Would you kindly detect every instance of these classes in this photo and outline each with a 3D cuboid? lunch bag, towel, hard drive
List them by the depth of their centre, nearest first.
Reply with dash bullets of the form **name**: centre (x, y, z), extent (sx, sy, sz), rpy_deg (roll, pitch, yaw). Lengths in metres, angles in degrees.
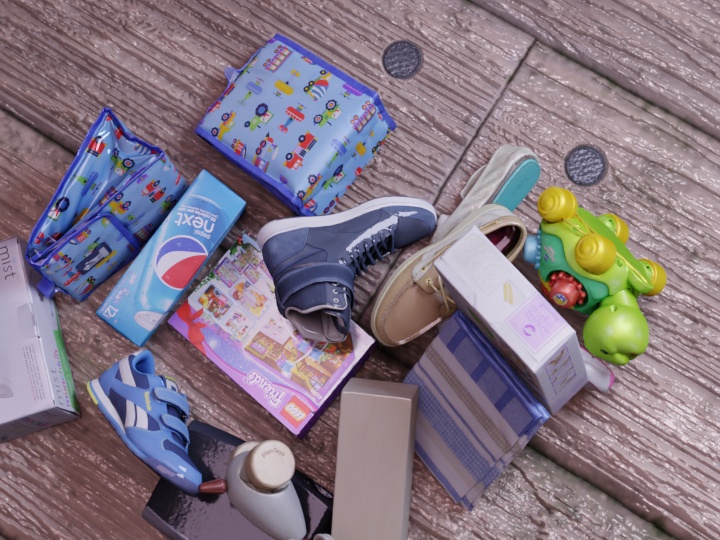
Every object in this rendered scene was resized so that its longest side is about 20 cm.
- **towel**: centre (0.107, 0.148, 1.459), extent (0.024, 0.201, 0.147), rpy_deg (-27, 69, -37)
- **hard drive**: centre (-0.130, 0.259, 1.526), extent (0.198, 0.042, 0.136), rpy_deg (27, 81, 13)
- **lunch bag**: centre (-0.294, -0.057, 1.566), extent (0.094, 0.151, 0.201), rpy_deg (37, 83, 14)
- **lunch bag**: centre (-0.087, -0.174, 1.602), extent (0.199, 0.094, 0.151), rpy_deg (37, 86, 23)

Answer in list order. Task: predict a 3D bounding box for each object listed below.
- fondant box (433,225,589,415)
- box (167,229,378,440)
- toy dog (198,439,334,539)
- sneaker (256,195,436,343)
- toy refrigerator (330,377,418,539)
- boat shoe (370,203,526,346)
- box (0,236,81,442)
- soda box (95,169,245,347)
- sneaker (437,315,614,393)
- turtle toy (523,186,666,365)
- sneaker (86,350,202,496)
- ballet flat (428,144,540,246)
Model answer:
- **fondant box**: centre (0.152, 0.053, 1.381), extent (0.058, 0.200, 0.144), rpy_deg (-42, 69, -1)
- **box**: centre (-0.098, 0.070, 1.569), extent (0.199, 0.039, 0.137), rpy_deg (40, 83, 14)
- **toy dog**: centre (-0.100, 0.267, 1.444), extent (0.095, 0.132, 0.201), rpy_deg (-19, 65, -22)
- **sneaker**: centre (-0.001, 0.001, 1.523), extent (0.200, 0.077, 0.147), rpy_deg (-13, 51, -7)
- **toy refrigerator**: centre (0.015, 0.220, 1.474), extent (0.075, 0.070, 0.203), rpy_deg (5, 99, 9)
- **boat shoe**: centre (0.094, 0.006, 1.491), extent (0.200, 0.066, 0.074), rpy_deg (-45, 110, -5)
- **box**: centre (-0.426, 0.088, 1.576), extent (0.174, 0.097, 0.202), rpy_deg (-18, 75, 3)
- **soda box**: centre (-0.211, -0.012, 1.582), extent (0.064, 0.068, 0.201), rpy_deg (36, 83, -2)
- **sneaker**: centre (0.171, 0.112, 1.510), extent (0.198, 0.081, 0.089), rpy_deg (10, 79, 18)
- **turtle toy**: centre (0.245, 0.008, 1.483), extent (0.101, 0.145, 0.201), rpy_deg (-48, 49, 20)
- **sneaker**: centre (-0.220, 0.160, 1.518), extent (0.082, 0.074, 0.200), rpy_deg (-40, 53, -6)
- **ballet flat**: centre (0.124, -0.057, 1.570), extent (0.200, 0.068, 0.062), rpy_deg (-49, 46, -9)
